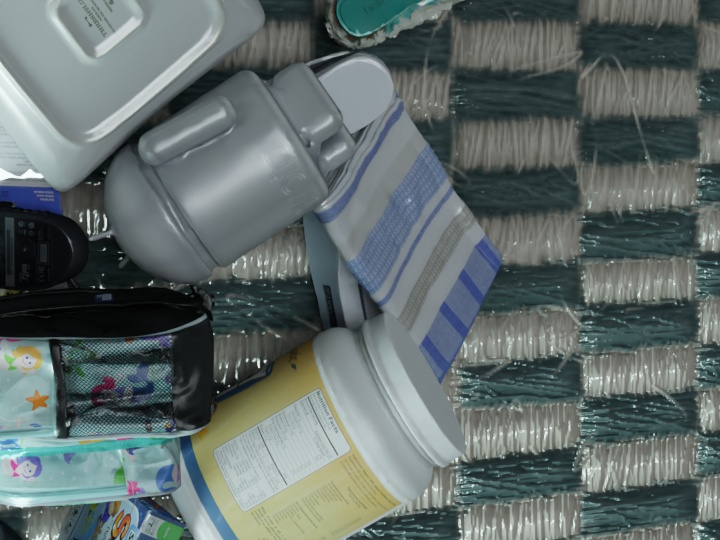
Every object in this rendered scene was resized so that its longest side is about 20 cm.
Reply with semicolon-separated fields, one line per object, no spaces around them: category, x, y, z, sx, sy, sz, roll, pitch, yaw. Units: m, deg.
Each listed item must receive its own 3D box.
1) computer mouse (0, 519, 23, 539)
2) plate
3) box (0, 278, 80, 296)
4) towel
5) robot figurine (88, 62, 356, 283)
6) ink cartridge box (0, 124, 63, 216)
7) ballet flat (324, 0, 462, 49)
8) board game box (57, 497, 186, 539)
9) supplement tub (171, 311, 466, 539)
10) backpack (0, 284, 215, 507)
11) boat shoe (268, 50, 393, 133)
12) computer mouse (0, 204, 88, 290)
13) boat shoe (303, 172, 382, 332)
computer mouse;-0.268;0.279;1.084;0.053;0.138;0.201;18;56;-41
plate;-0.179;-0.177;0.991;0.200;0.032;0.200;-41;127;-8
box;-0.288;0.076;1.100;0.200;0.046;0.159;-39;107;-15
towel;0.043;-0.028;1.189;0.200;0.024;0.147;55;47;-29
robot figurine;-0.103;-0.067;1.074;0.199;0.113;0.170;-33;149;-1
ink cartridge box;-0.269;-0.129;1.043;0.118;0.042;0.201;3;116;12
ballet flat;0.057;-0.239;1.197;0.199;0.072;0.072;-27;104;-7
board game box;-0.209;0.257;1.100;0.034;0.135;0.201;28;83;-28
supplement tub;-0.035;0.134;1.125;0.199;0.145;0.145;-31;106;8
backpack;-0.205;0.081;1.015;0.198;0.178;0.152;3;93;-10
boat shoe;-0.069;-0.116;1.165;0.199;0.068;0.072;-31;112;2
computer mouse;-0.288;-0.025;1.060;0.198;0.034;0.059;8;106;9
boat shoe;0.000;0.000;1.205;0.065;0.073;0.201;-15;110;-25
